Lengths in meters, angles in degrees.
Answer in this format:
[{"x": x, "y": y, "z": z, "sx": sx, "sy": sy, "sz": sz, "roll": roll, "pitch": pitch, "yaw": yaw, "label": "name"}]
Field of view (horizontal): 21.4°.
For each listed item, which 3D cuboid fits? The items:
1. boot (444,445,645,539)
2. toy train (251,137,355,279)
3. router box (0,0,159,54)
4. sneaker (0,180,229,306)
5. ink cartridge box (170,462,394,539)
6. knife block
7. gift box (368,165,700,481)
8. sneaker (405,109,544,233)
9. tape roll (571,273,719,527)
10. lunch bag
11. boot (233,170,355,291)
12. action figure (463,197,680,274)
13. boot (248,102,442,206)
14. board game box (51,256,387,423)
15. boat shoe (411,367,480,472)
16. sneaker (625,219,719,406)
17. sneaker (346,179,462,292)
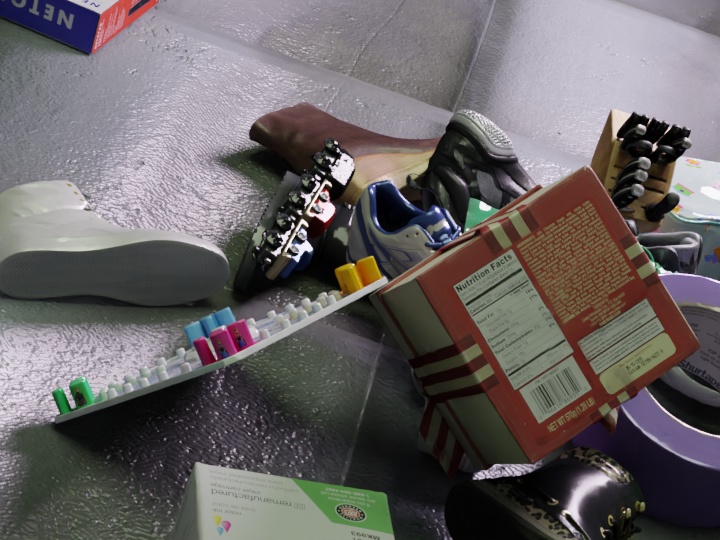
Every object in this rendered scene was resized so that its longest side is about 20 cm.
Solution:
[{"x": 0.180, "y": 0.209, "z": 1.428, "sx": 0.203, "sy": 0.074, "sz": 0.153, "roll": 37, "pitch": 33, "yaw": 31, "label": "boot"}, {"x": -0.045, "y": -0.051, "z": 1.644, "sx": 0.046, "sy": 0.034, "sz": 0.200, "roll": 38, "pitch": 36, "yaw": -7, "label": "toy train"}, {"x": -0.330, "y": -0.315, "z": 2.025, "sx": 0.198, "sy": 0.049, "sz": 0.180, "roll": 23, "pitch": 30, "yaw": 7, "label": "router box"}, {"x": -0.213, "y": -0.032, "z": 1.602, "sx": 0.198, "sy": 0.074, "sz": 0.116, "roll": 4, "pitch": 36, "yaw": -22, "label": "sneaker"}, {"x": -0.047, "y": 0.230, "z": 1.254, "sx": 0.144, "sy": 0.088, "sz": 0.201, "roll": 11, "pitch": 33, "yaw": -14, "label": "ink cartridge box"}, {"x": 0.251, "y": -0.064, "z": 1.796, "sx": 0.063, "sy": 0.201, "sz": 0.176, "roll": 16, "pitch": 34, "yaw": -4, "label": "knife block"}, {"x": 0.125, "y": 0.055, "z": 1.430, "sx": 0.183, "sy": 0.201, "sz": 0.187, "roll": -28, "pitch": 1, "yaw": -12, "label": "gift box"}, {"x": 0.129, "y": -0.049, "z": 1.822, "sx": 0.200, "sy": 0.114, "sz": 0.075, "roll": 47, "pitch": -14, "yaw": -12, "label": "sneaker"}, {"x": 0.275, "y": 0.106, "z": 1.581, "sx": 0.198, "sy": 0.085, "sz": 0.201, "roll": 9, "pitch": 49, "yaw": -10, "label": "tape roll"}, {"x": 0.380, "y": -0.050, "z": 1.960, "sx": 0.198, "sy": 0.078, "sz": 0.161, "roll": 10, "pitch": 30, "yaw": -15, "label": "lunch bag"}, {"x": 0.000, "y": -0.001, "z": 1.692, "sx": 0.199, "sy": 0.066, "sz": 0.165, "roll": 27, "pitch": 37, "yaw": -1, "label": "boot"}, {"x": 0.185, "y": 0.000, "z": 1.670, "sx": 0.198, "sy": 0.055, "sz": 0.119, "roll": 9, "pitch": 50, "yaw": 4, "label": "action figure"}, {"x": 0.008, "y": -0.126, "z": 1.879, "sx": 0.166, "sy": 0.073, "sz": 0.199, "roll": 37, "pitch": 38, "yaw": 25, "label": "boot"}, {"x": -0.108, "y": 0.051, "z": 1.436, "sx": 0.199, "sy": 0.199, "sz": 0.026, "roll": -26, "pitch": 95, "yaw": -51, "label": "board game box"}, {"x": 0.075, "y": 0.090, "z": 1.579, "sx": 0.068, "sy": 0.072, "sz": 0.201, "roll": 17, "pitch": 40, "yaw": -7, "label": "boat shoe"}, {"x": 0.294, "y": 0.036, "z": 1.717, "sx": 0.199, "sy": 0.115, "sz": 0.075, "roll": 34, "pitch": 32, "yaw": 25, "label": "sneaker"}, {"x": 0.063, "y": -0.003, "z": 1.578, "sx": 0.199, "sy": 0.089, "sz": 0.075, "roll": 31, "pitch": 43, "yaw": 30, "label": "sneaker"}]
